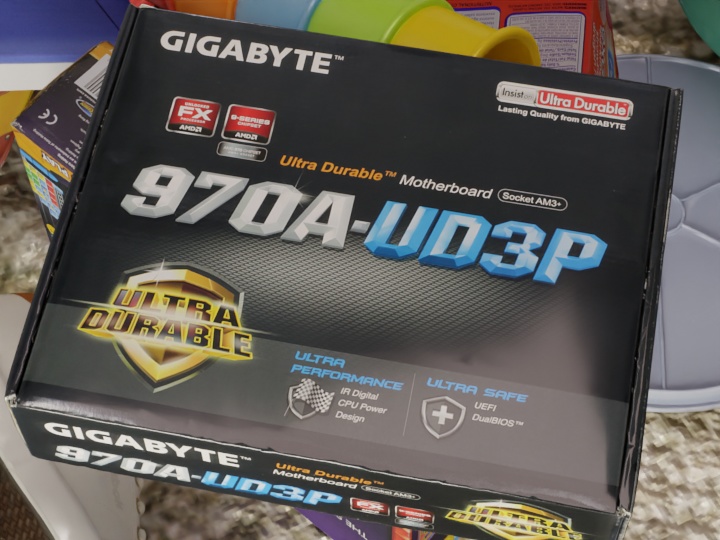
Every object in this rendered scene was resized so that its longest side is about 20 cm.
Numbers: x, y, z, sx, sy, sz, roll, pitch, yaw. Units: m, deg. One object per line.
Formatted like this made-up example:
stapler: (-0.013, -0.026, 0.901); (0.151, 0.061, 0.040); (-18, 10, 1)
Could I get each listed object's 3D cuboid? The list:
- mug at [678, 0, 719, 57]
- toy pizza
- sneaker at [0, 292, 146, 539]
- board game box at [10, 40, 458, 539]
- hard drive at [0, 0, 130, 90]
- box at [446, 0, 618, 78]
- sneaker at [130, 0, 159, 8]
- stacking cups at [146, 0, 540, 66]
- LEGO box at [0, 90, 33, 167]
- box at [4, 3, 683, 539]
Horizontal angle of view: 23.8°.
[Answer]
mug: (0.218, -0.142, 0.797); (0.151, 0.187, 0.115); (-7, 28, -15)
toy pizza: (0.135, -0.018, 0.792); (0.198, 0.032, 0.202); (-1, 55, 1)
sneaker: (-0.106, 0.091, 0.693); (0.084, 0.073, 0.201); (-15, 67, -36)
board game box: (-0.040, 0.024, 0.680); (0.199, 0.166, 0.057); (36, 65, 20)
hard drive: (-0.193, -0.121, 0.694); (0.199, 0.025, 0.132); (-8, 49, -45)
box: (0.012, -0.072, 0.761); (0.198, 0.096, 0.100); (-2, 56, 15)
sneaker: (-0.135, -0.142, 0.841); (0.198, 0.086, 0.077); (-11, 16, 9)
stacking cups: (-0.019, -0.106, 0.701); (0.199, 0.061, 0.060); (31, 61, 33)
LEGO box: (-0.256, -0.101, 0.714); (0.149, 0.077, 0.199); (45, 35, 21)
box: (0.000, 0.000, 0.572); (0.198, 0.046, 0.160); (10, 62, 6)
